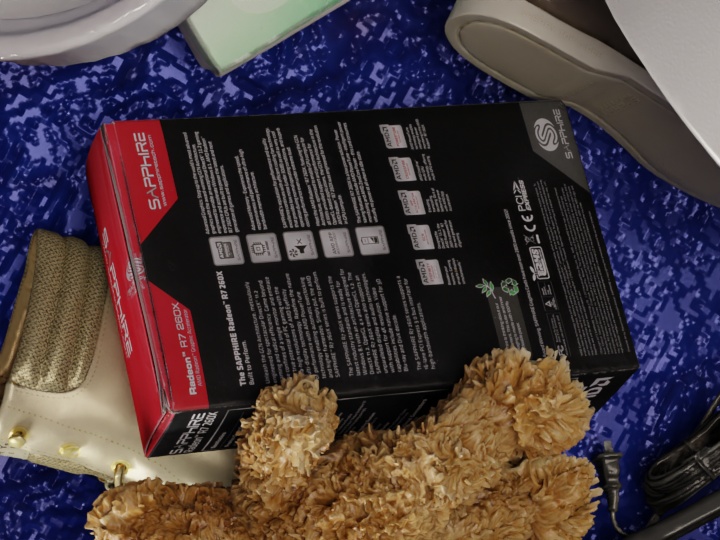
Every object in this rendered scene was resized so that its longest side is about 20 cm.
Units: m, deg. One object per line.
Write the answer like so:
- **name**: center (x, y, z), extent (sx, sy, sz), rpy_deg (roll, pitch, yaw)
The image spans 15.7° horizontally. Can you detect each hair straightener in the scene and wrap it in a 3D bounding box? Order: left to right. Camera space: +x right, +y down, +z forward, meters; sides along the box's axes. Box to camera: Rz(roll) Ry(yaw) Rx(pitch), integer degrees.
- **hair straightener**: center (0.128, 0.098, 1.098), extent (0.200, 0.041, 0.077), rpy_deg (-38, 73, 6)

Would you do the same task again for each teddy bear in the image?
- **teddy bear**: center (0.001, 0.098, 0.978), extent (0.199, 0.067, 0.145), rpy_deg (-7, 135, -20)

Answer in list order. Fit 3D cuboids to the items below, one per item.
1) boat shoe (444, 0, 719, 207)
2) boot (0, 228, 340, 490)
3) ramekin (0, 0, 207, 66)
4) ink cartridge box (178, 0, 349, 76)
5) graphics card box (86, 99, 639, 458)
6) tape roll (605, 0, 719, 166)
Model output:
- **boat shoe**: center (0.126, -0.081, 1.086), extent (0.199, 0.072, 0.060), rpy_deg (28, 69, -23)
- **boot**: center (-0.081, 0.091, 1.043), extent (0.155, 0.073, 0.201), rpy_deg (11, 87, -18)
- **ramekin**: center (-0.123, -0.172, 0.978), extent (0.199, 0.098, 0.202), rpy_deg (0, 86, 6)
- **ink cartridge box**: center (-0.042, -0.204, 1.049), extent (0.161, 0.050, 0.201), rpy_deg (-32, 102, -10)
- **graphics card box**: center (0.000, 0.000, 1.025), extent (0.199, 0.051, 0.126), rpy_deg (-5, 65, -21)
- **tape roll**: center (0.196, -0.116, 1.011), extent (0.139, 0.203, 0.203), rpy_deg (-38, 103, 23)
